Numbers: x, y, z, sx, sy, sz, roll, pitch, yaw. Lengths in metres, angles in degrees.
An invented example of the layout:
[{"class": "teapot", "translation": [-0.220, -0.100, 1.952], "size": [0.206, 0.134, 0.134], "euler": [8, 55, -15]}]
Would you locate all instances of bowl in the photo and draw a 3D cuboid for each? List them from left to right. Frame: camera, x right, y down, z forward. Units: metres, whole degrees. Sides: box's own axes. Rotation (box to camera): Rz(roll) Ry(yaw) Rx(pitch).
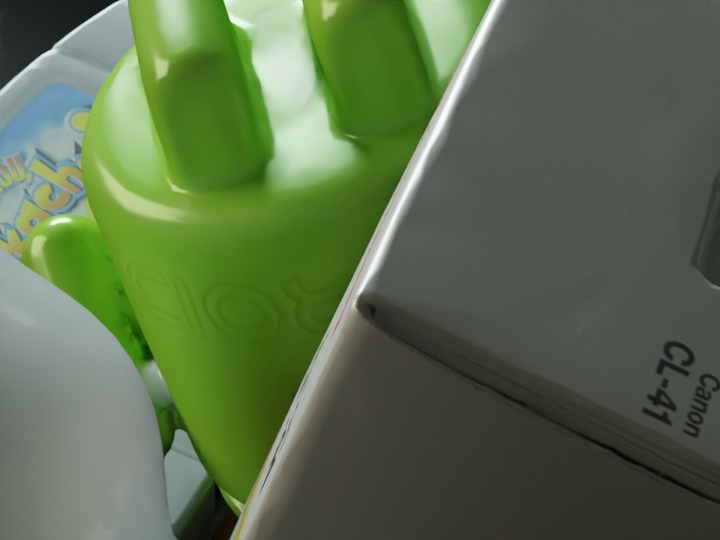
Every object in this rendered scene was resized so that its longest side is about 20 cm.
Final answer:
[{"class": "bowl", "translation": [-0.091, 0.089, 0.607], "size": [0.201, 0.090, 0.202], "euler": [23, -90, -89]}]

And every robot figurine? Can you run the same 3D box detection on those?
[{"class": "robot figurine", "translation": [-0.001, 0.000, 0.724], "size": [0.116, 0.174, 0.201], "euler": [-109, -2, -52]}]

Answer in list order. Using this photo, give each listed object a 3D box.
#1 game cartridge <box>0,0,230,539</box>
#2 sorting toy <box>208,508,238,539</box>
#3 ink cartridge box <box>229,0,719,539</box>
[{"class": "game cartridge", "translation": [-0.072, 0.001, 0.838], "size": [0.041, 0.133, 0.200], "euler": [90, -155, -49]}, {"class": "sorting toy", "translation": [-0.089, 0.096, 0.801], "size": [0.185, 0.199, 0.037], "euler": [-41, -23, -38]}, {"class": "ink cartridge box", "translation": [0.022, 0.049, 0.583], "size": [0.148, 0.085, 0.201], "euler": [-65, -1, -49]}]
